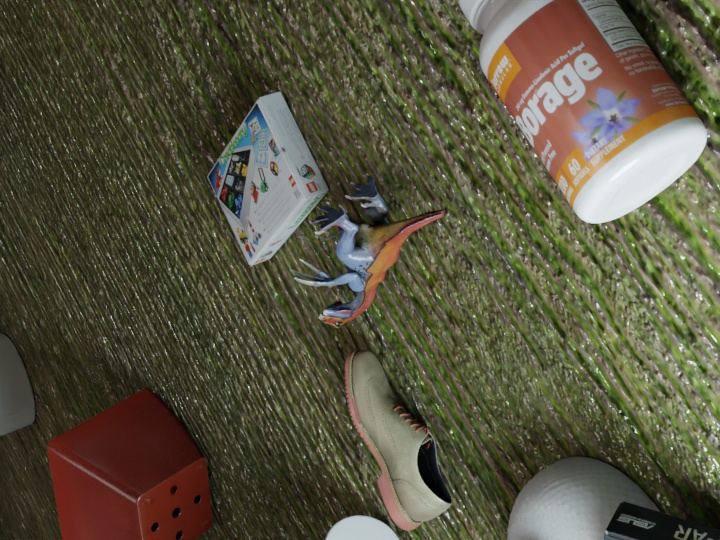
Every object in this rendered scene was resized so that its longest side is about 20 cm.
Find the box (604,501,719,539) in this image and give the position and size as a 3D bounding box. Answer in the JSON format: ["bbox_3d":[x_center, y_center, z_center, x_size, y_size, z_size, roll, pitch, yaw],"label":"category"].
[{"bbox_3d":[0.271,0.298,1.050,0.158,0.043,0.203,14,121,26],"label":"box"}]

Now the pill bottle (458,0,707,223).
[{"bbox_3d":[0.158,-0.145,0.973,0.202,0.111,0.113,59,148,19],"label":"pill bottle"}]

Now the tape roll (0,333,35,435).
[{"bbox_3d":[-0.776,0.247,2.717,0.202,0.138,0.205,36,137,44],"label":"tape roll"}]

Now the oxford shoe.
[{"bbox_3d":[0.045,0.171,1.412,0.074,0.070,0.202,-28,80,33],"label":"oxford shoe"}]

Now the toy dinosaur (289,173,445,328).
[{"bbox_3d":[0.000,0.000,1.352,0.198,0.105,0.183,25,149,36],"label":"toy dinosaur"}]

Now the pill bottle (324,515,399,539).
[{"bbox_3d":[-0.017,0.385,1.568,0.115,0.113,0.201,53,145,27],"label":"pill bottle"}]

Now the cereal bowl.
[{"bbox_3d":[0.199,0.275,1.180,0.200,0.082,0.203,37,137,44],"label":"cereal bowl"}]

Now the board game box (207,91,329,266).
[{"bbox_3d":[-0.111,-0.102,1.519,0.128,0.034,0.200,64,149,10],"label":"board game box"}]

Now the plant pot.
[{"bbox_3d":[-0.335,0.334,2.000,0.175,0.199,0.203,23,127,38],"label":"plant pot"}]
